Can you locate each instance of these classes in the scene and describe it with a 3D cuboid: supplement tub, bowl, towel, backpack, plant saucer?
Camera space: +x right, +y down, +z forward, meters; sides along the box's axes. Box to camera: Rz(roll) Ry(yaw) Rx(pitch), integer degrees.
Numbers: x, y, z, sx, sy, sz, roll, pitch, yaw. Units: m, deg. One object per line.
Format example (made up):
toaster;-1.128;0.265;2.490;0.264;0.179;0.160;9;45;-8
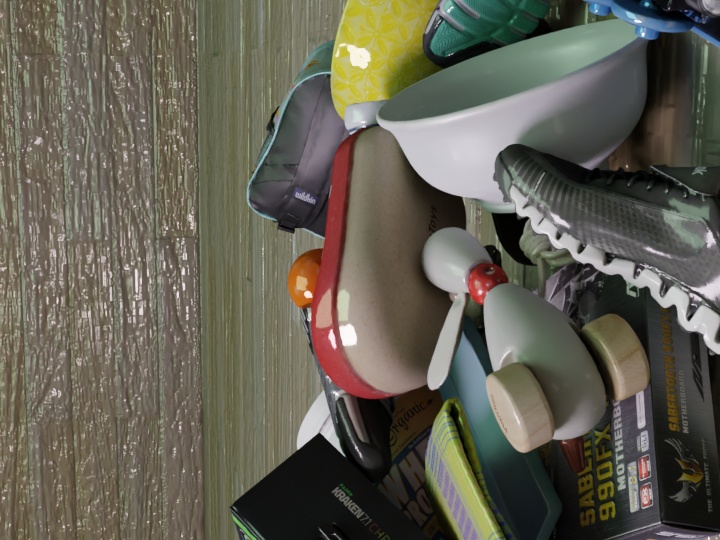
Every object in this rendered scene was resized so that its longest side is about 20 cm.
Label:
supplement tub;0.054;0.179;0.915;0.200;0.144;0.146;41;138;28
bowl;0.116;-0.100;0.758;0.092;0.199;0.201;70;168;-17
bowl;0.071;-0.201;0.945;0.107;0.200;0.202;28;132;19
towel;0.080;0.177;0.720;0.201;0.022;0.145;86;161;-63
backpack;-0.008;-0.137;1.139;0.154;0.174;0.201;-65;0;-46
plant saucer;0.094;0.116;0.773;0.201;0.019;0.071;-110;28;-49

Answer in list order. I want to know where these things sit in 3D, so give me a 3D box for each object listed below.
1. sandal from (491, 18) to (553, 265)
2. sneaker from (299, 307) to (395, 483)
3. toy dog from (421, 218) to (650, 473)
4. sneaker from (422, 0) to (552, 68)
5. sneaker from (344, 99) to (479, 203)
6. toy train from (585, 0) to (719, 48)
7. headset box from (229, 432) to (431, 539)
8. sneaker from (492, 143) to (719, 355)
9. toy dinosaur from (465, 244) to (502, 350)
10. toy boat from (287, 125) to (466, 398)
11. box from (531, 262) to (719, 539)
sandal;0.132;-0.105;0.885;0.055;0.080;0.204;15;-115;-85
sneaker;0.023;0.070;0.864;0.076;0.114;0.201;83;170;-46
toy dog;0.105;0.053;0.694;0.201;0.130;0.097;-93;-7;-56
sneaker;0.120;-0.243;0.835;0.200;0.074;0.088;-43;34;32
sneaker;0.064;-0.096;0.902;0.072;0.198;0.072;-4;83;43
toy train;0.178;-0.188;0.623;0.201;0.112;0.088;-120;35;-55
headset box;-0.001;0.246;0.811;0.174;0.092;0.202;39;151;31
sneaker;0.172;-0.033;0.631;0.199;0.066;0.091;36;117;17
toy dinosaur;0.122;0.083;0.855;0.077;0.100;0.203;115;152;-56
toy boat;0.000;0.000;0.812;0.129;0.130;0.203;-20;49;34
box;0.165;0.085;0.720;0.158;0.048;0.203;135;143;-59
